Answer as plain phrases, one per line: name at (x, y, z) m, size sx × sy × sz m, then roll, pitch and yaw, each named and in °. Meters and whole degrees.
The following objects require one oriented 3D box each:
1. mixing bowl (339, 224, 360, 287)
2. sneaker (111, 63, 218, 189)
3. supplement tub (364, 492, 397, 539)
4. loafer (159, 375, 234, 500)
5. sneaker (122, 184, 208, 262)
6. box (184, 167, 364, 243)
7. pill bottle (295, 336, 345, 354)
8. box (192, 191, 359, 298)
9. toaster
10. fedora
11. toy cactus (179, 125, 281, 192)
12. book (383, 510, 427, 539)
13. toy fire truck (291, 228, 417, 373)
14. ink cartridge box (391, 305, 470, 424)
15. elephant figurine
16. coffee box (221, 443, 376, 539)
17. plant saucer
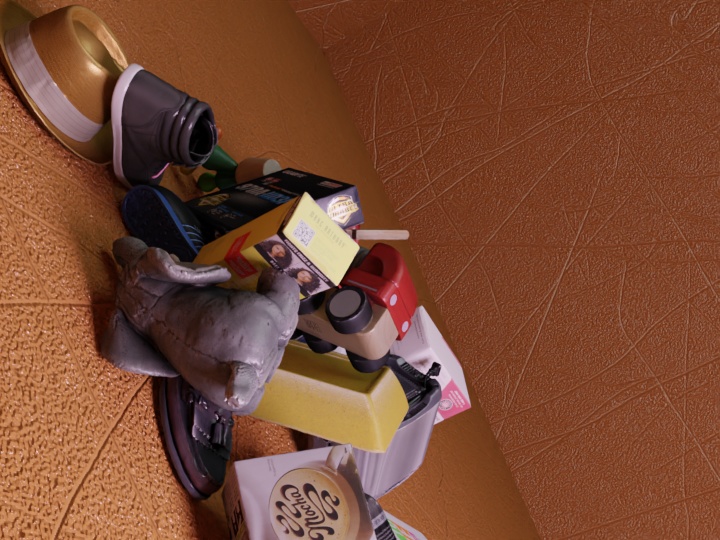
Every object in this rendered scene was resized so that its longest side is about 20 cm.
mixing bowl at (-0.057, -0.022, 1.358) m, size 0.200 × 0.106 × 0.204 m, roll 6°, pitch 90°, yaw -90°
sneaker at (-0.201, -0.124, 1.031) m, size 0.098 × 0.071 × 0.201 m, roll 27°, pitch -27°, yaw 5°
supplement tub at (-0.010, 0.306, 0.952) m, size 0.203 × 0.121 × 0.122 m, roll 64°, pitch 10°, yaw 7°
loafer at (-0.148, 0.114, 0.918) m, size 0.072 × 0.062 × 0.202 m, roll 52°, pitch 14°, yaw -45°
sneaker at (-0.180, -0.003, 1.052) m, size 0.202 × 0.069 × 0.078 m, roll 63°, pitch 14°, yaw 3°
box at (-0.108, -0.065, 1.125) m, size 0.199 × 0.157 × 0.047 m, roll 25°, pitch -48°, yaw 62°
pill bottle at (-0.083, 0.065, 1.229) m, size 0.201 × 0.118 × 0.120 m, roll 56°, pitch 11°, yaw -29°
box at (-0.090, -0.006, 0.923) m, size 0.075 × 0.199 × 0.050 m, roll 44°, pitch 56°, yaw -20°
toaster at (0.018, 0.193, 1.208) m, size 0.113 × 0.131 × 0.199 m, roll 30°, pitch 34°, yaw 31°
fedora at (-0.286, -0.205, 0.998) m, size 0.203 × 0.081 × 0.201 m, roll 60°, pitch 10°, yaw -17°
toy cactus at (-0.156, -0.126, 1.299) m, size 0.164 × 0.103 × 0.201 m, roll -1°, pitch -44°, yaw 50°
book at (0.060, 0.333, 1.109) m, size 0.133 × 0.048 × 0.200 m, roll 39°, pitch -3°, yaw 37°
toy fire truck at (0.000, 0.000, 1.105) m, size 0.174 × 0.201 × 0.129 m, roll 19°, pitch -29°, yaw 34°
ink cartridge box at (0.030, 0.158, 1.339) m, size 0.146 × 0.197 × 0.086 m, roll 54°, pitch 18°, yaw -39°
elephant figurine at (-0.163, 0.038, 0.863) m, size 0.197 × 0.143 × 0.156 m, roll 26°, pitch -27°, yaw 2°
coffee box at (-0.042, 0.261, 0.830) m, size 0.080 × 0.111 × 0.203 m, roll 115°, pitch -35°, yaw -52°
plant saucer at (-0.049, 0.122, 1.060) m, size 0.200 × 0.196 × 0.049 m, roll -30°, pitch 134°, yaw -78°
